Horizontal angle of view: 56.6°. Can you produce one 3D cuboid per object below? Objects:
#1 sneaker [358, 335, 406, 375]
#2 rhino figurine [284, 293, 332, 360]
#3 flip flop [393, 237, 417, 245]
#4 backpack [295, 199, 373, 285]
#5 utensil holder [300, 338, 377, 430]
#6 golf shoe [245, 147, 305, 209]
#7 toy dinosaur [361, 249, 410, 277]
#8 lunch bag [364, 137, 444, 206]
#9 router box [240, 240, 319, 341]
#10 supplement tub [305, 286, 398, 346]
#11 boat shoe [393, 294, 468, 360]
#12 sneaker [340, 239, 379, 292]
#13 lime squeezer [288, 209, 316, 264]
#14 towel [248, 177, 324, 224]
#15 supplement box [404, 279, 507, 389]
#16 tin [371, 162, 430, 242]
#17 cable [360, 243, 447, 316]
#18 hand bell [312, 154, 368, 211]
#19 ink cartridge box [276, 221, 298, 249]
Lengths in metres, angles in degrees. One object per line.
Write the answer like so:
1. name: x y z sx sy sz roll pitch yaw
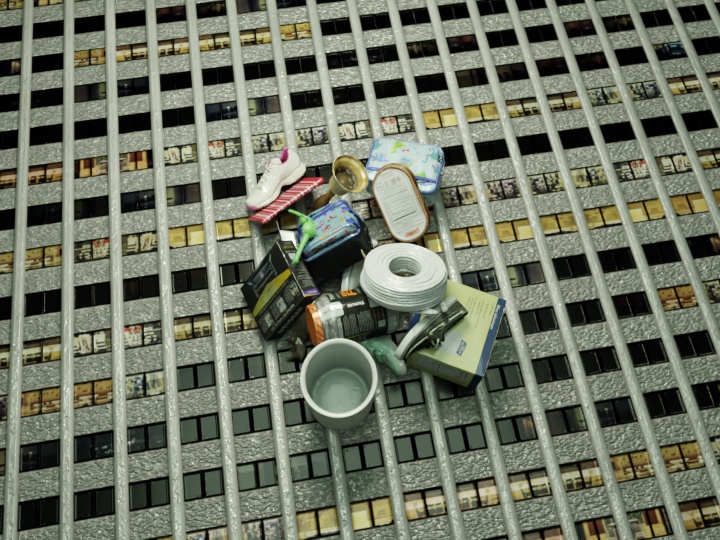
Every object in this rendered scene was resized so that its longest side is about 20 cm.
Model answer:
1. sneaker: 0.018 0.199 1.601 0.117 0.074 0.201 -31 55 -18
2. rhino figurine: -0.114 0.141 1.633 0.087 0.060 0.200 44 90 5
3. flip flop: 0.108 -0.040 1.724 0.080 0.058 0.202 8 52 -2
4. backpack: -0.072 -0.094 1.666 0.181 0.135 0.201 -26 40 9
5. utensil holder: -0.048 0.266 1.514 0.167 0.201 0.172 1 67 -1
6. golf shoe: -0.237 -0.245 1.775 0.200 0.092 0.075 -46 42 -20
7. toy dinosaur: 0.080 0.010 1.632 0.197 0.058 0.103 9 76 -20
8. lunch bag: 0.113 -0.252 1.718 0.197 0.083 0.162 14 61 10
9. router box: -0.197 0.050 1.609 0.052 0.200 0.159 -7 60 -45
10. supplement tub: -0.021 0.106 1.545 0.197 0.123 0.124 -13 68 -17
11. boat shoe: 0.160 0.138 1.495 0.200 0.071 0.064 -41 72 -16
12. sneaker: 0.000 0.000 1.692 0.070 0.073 0.202 11 67 11
13. lime squeezer: -0.135 -0.098 1.588 0.037 0.071 0.201 24 33 -29
14. towel: -0.192 -0.182 1.741 0.199 0.144 0.023 -38 108 -15
15. supplement box: 0.218 0.147 1.601 0.197 0.135 0.202 20 69 8
16. tin: 0.099 -0.165 1.650 0.111 0.042 0.202 -21 100 21
17. cable: 0.098 0.013 1.511 0.197 0.070 0.201 3 36 -2
18. hand bell: -0.074 -0.201 1.716 0.103 0.200 0.106 15 61 -28
19. ink cartridge box: -0.167 -0.022 1.686 0.039 0.100 0.202 -16 70 -7
